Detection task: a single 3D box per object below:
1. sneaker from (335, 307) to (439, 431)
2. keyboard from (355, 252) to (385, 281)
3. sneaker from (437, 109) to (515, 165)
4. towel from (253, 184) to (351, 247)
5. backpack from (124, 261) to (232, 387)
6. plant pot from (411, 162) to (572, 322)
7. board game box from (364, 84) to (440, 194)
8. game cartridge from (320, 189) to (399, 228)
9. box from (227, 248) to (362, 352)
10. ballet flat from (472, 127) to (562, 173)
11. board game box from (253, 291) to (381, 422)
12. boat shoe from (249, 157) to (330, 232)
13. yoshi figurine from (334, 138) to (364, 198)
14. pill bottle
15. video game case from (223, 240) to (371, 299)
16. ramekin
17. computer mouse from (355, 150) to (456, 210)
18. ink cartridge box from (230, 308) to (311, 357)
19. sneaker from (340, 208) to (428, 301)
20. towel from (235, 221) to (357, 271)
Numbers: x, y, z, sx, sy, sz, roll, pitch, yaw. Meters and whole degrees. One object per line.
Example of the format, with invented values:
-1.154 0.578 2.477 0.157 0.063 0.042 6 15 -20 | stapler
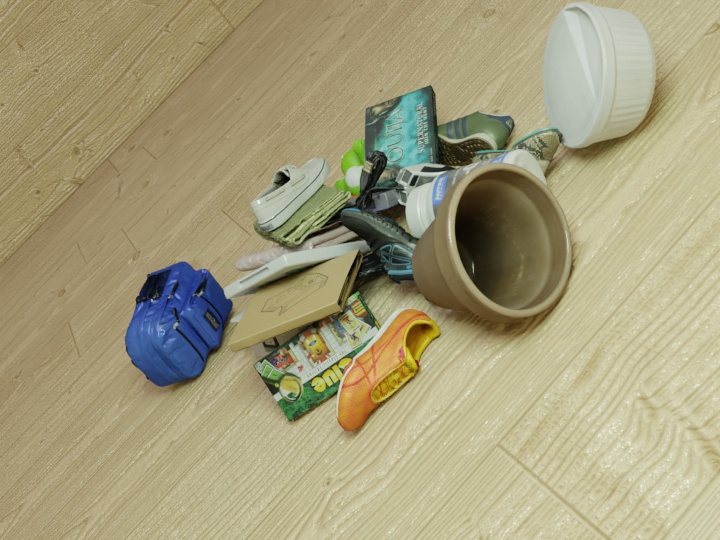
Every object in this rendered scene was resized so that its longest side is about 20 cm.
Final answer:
0.035 0.136 1.218 0.076 0.073 0.202 20 69 47 | sneaker
0.000 0.000 1.410 0.196 0.021 0.127 -22 12 1 | keyboard
0.189 -0.235 1.521 0.090 0.068 0.199 -45 28 -20 | sneaker
-0.105 -0.096 1.519 0.147 0.037 0.199 -38 22 -16 | towel
-0.341 0.101 1.639 0.165 0.163 0.202 -18 36 31 | backpack
0.156 -0.024 1.179 0.202 0.199 0.174 -57 15 -25 | plant pot
0.070 -0.228 1.524 0.132 0.028 0.203 -16 48 19 | board game box
0.010 -0.116 1.552 0.197 0.039 0.128 -12 5 42 | game cartridge
-0.097 0.044 1.343 0.197 0.022 0.164 -22 23 23 | box
0.242 -0.161 1.348 0.199 0.066 0.077 -10 80 61 | ballet flat
-0.055 0.130 1.306 0.198 0.106 0.023 -35 3 15 | board game box
-0.123 -0.148 1.514 0.071 0.066 0.200 -8 32 46 | boat shoe
0.027 -0.206 1.649 0.198 0.114 0.112 -23 19 37 | yoshi figurine
0.170 -0.101 1.309 0.197 0.114 0.115 -13 40 42 | pill bottle
-0.102 -0.002 1.463 0.197 0.024 0.181 -12 -10 -44 | video game case
0.343 -0.281 1.259 0.092 0.207 0.203 -5 28 -11 | ramekin
0.091 -0.137 1.413 0.195 0.112 0.044 3 32 -9 | computer mouse
-0.112 0.087 1.433 0.115 0.068 0.198 -35 20 -34 | ink cartridge box
0.048 -0.028 1.312 0.083 0.197 0.073 -64 -17 11 | sneaker
-0.097 -0.048 1.565 0.197 0.033 0.190 -14 8 41 | towel
